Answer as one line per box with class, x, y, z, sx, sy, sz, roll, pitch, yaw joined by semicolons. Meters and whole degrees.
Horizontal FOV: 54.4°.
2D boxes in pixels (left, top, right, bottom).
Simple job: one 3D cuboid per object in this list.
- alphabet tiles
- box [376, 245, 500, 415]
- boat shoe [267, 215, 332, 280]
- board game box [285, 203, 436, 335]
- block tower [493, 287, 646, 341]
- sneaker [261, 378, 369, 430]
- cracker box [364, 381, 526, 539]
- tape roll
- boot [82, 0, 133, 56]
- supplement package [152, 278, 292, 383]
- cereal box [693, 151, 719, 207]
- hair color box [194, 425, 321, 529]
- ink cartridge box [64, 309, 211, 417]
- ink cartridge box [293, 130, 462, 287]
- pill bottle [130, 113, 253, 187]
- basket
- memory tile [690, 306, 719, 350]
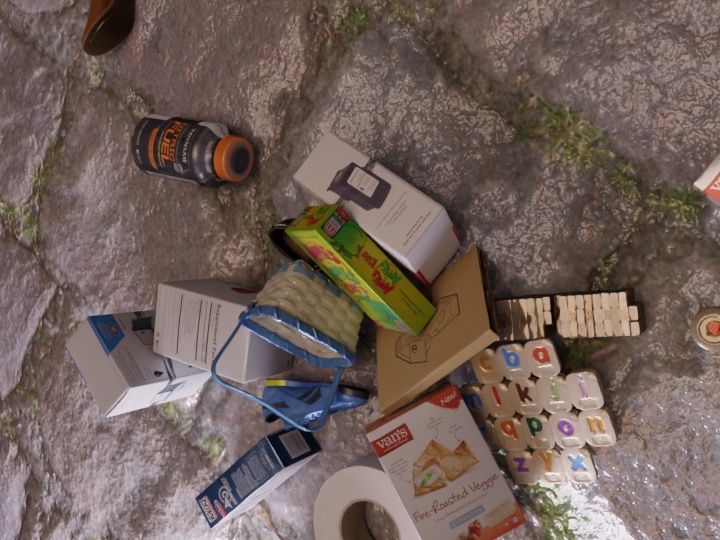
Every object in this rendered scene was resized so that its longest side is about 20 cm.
alphabet tiles;0.222;0.183;0.900;0.200;0.015;0.196;-16;98;39
box;0.095;0.079;0.928;0.200;0.021;0.164;-41;28;29
boat shoe;-0.055;-0.008;1.054;0.200;0.068;0.072;39;113;19
board game box;0.000;0.000;0.924;0.048;0.200;0.102;-50;22;-16
block tower;0.247;0.056;0.878;0.200;0.058;0.054;-6;90;30
sneaker;-0.071;0.207;1.068;0.200;0.066;0.079;-5;71;37
cracker box;0.109;0.266;0.920;0.134;0.058;0.200;-28;89;-3
tape roll;0.031;0.375;1.024;0.202;0.071;0.203;2;93;32
boot;-0.480;-0.509;1.277;0.155;0.077;0.200;40;110;21
supplement package;-0.217;0.090;1.128;0.200;0.121;0.120;12;99;30
cereal box;0.477;-0.086;0.726;0.200;0.040;0.144;43;107;22
hair color box;-0.166;0.328;1.125;0.200;0.100;0.061;-44;70;26
ink cartridge box;-0.364;0.147;1.178;0.086;0.200;0.147;-45;71;24
ink cartridge box;0.025;-0.081;0.942;0.200;0.145;0.084;38;87;24
pill bottle;-0.273;-0.196;1.154;0.200;0.106;0.107;14;100;30
basket;-0.090;0.103;0.982;0.139;0.176;0.200;-25;35;57
memory tile;0.478;0.085;0.757;0.200;0.017;0.153;49;116;19
